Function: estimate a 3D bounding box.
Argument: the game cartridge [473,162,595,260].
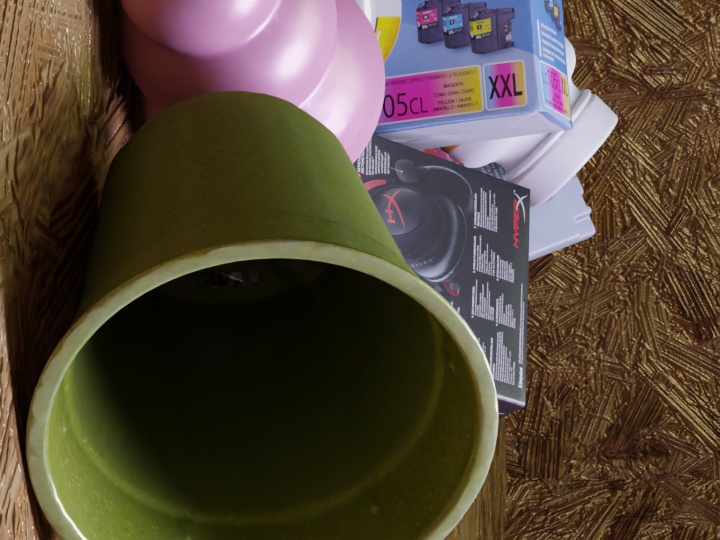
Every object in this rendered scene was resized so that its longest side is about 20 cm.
[{"bbox_3d":[0.066,-0.094,1.910,0.200,0.133,0.042,67,-21,6],"label":"game cartridge"}]

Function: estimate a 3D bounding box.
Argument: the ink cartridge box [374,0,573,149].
[{"bbox_3d":[0.050,-0.181,1.722,0.076,0.136,0.201,25,60,-70],"label":"ink cartridge box"}]

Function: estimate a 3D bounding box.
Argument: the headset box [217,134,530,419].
[{"bbox_3d":[0.000,0.000,1.660,0.075,0.200,0.149,-32,-131,50],"label":"headset box"}]

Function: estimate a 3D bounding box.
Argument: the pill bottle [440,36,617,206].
[{"bbox_3d":[0.071,-0.139,1.844,0.111,0.200,0.111,-47,-174,6],"label":"pill bottle"}]

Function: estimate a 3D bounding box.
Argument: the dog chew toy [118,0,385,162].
[{"bbox_3d":[-0.061,-0.115,1.359,0.200,0.124,0.125,61,29,-62],"label":"dog chew toy"}]

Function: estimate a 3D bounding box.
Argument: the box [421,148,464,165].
[{"bbox_3d":[-0.002,0.010,1.785,0.095,0.100,0.200,30,50,-37],"label":"box"}]

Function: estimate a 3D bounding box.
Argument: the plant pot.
[{"bbox_3d":[-0.053,0.018,1.247,0.190,0.200,0.200,-103,-173,-54],"label":"plant pot"}]

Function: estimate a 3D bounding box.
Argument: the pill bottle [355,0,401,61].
[{"bbox_3d":[-0.035,-0.149,1.595,0.200,0.109,0.110,-39,128,-81],"label":"pill bottle"}]
